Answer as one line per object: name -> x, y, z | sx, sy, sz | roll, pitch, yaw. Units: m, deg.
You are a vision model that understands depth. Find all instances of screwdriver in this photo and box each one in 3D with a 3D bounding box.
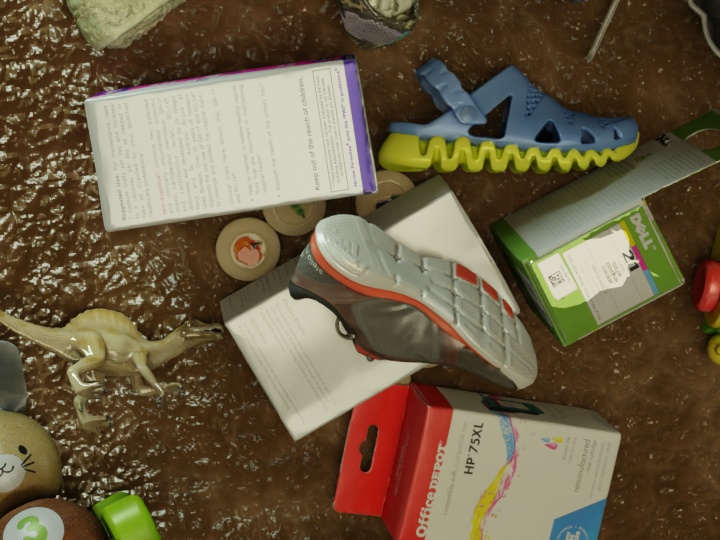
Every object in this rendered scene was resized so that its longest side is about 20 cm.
screwdriver -> 0.214, -0.251, 1.678 | 0.028, 0.029, 0.200 | 23, 101, -10

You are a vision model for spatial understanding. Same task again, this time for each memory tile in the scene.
memory tile -> 0.000, 0.000, 1.711 | 0.153, 0.017, 0.200 | -44, 102, 4

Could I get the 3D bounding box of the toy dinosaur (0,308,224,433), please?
toy dinosaur -> -0.202, 0.065, 1.665 | 0.200, 0.101, 0.058 | 8, 137, -21

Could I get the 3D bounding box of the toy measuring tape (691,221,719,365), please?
toy measuring tape -> 0.302, -0.021, 1.711 | 0.074, 0.074, 0.200 | 10, 101, -8

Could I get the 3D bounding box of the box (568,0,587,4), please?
box -> 0.159, -0.305, 1.566 | 0.122, 0.193, 0.200 | 32, 98, -1

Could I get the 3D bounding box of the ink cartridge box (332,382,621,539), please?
ink cartridge box -> 0.089, 0.158, 1.719 | 0.200, 0.067, 0.116 | 9, 101, -13

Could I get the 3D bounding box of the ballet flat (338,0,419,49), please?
ballet flat -> -0.001, -0.262, 1.627 | 0.072, 0.072, 0.200 | -20, 105, -2

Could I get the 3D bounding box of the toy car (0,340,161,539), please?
toy car -> -0.266, 0.160, 1.658 | 0.164, 0.158, 0.200 | -26, 91, -13

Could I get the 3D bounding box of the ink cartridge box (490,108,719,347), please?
ink cartridge box -> 0.211, -0.036, 1.658 | 0.200, 0.148, 0.076 | -27, 104, 0

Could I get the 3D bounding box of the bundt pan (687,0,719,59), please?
bundt pan -> 0.342, -0.215, 1.650 | 0.202, 0.076, 0.202 | -1, 83, 6

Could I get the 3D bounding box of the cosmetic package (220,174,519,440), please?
cosmetic package -> 0.006, 0.027, 1.669 | 0.200, 0.081, 0.113 | -29, 104, -1

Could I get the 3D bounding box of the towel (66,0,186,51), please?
towel -> -0.151, -0.269, 1.628 | 0.200, 0.036, 0.148 | -35, 102, 2

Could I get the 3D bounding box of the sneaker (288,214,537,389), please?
sneaker -> 0.036, 0.035, 1.609 | 0.200, 0.077, 0.082 | 32, 124, -13

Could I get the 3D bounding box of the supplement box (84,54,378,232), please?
supplement box -> -0.093, -0.095, 1.627 | 0.200, 0.101, 0.103 | -10, 98, 0

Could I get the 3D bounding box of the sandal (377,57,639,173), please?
sandal -> 0.114, -0.115, 1.671 | 0.200, 0.079, 0.087 | 2, 88, -10
